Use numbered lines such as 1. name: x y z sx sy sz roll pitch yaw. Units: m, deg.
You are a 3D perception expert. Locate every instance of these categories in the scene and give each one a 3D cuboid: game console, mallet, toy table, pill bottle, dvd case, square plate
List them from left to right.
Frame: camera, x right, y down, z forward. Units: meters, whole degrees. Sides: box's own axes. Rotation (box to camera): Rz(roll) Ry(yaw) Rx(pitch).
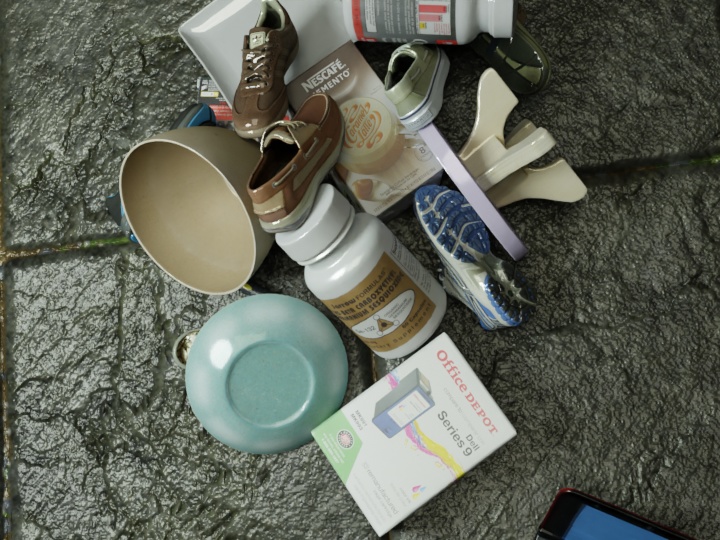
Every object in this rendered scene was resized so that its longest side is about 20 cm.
1. mallet: -0.165 0.000 1.159 0.198 0.041 0.067 20 82 7
2. dvd case: -0.151 -0.154 1.187 0.144 0.022 0.203 2 80 9
3. square plate: -0.116 -0.309 1.184 0.199 0.028 0.199 -36 64 1
4. pill bottle: 0.000 0.000 1.041 0.114 0.114 0.200 -46 117 -1
5. pill bottle: 0.085 -0.327 1.067 0.197 0.116 0.118 6 81 12
6. toy table: 0.169 -0.126 1.064 0.117 0.184 0.200 -38 110 11
7. game console: 0.281 0.351 0.986 0.198 0.119 0.174 21 84 12

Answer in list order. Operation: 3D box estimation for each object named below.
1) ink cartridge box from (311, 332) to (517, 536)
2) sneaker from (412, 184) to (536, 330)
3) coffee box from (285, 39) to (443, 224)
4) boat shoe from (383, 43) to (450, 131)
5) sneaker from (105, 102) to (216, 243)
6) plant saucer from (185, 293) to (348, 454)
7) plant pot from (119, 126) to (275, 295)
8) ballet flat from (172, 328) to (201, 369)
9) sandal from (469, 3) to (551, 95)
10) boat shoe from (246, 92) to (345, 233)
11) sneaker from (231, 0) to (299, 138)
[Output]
1. ink cartridge box: 0.065 0.191 1.062 0.199 0.088 0.146 -35 77 -1
2. sneaker: 0.118 -0.008 1.081 0.077 0.085 0.201 -32 85 -34
3. coffee box: 0.000 -0.164 1.125 0.114 0.080 0.201 -35 81 -5
4. boat shoe: 0.065 -0.241 1.089 0.071 0.201 0.062 -29 119 20
5. sneaker: -0.262 -0.137 1.163 0.082 0.073 0.201 40 99 28
6. plant saucer: -0.109 0.131 1.079 0.198 0.039 0.204 -2 102 -10
7. plant pot: -0.170 -0.092 1.088 0.199 0.202 0.135 31 43 12
8. ballet flat: -0.137 0.097 1.120 0.197 0.064 0.068 -6 81 7
9. sandal: 0.181 -0.302 1.141 0.057 0.080 0.202 -14 66 -36
10. boat shoe: -0.072 -0.135 1.011 0.075 0.072 0.202 -9 46 29
11. sneaker: -0.122 -0.244 1.072 0.069 0.076 0.202 -6 48 15
